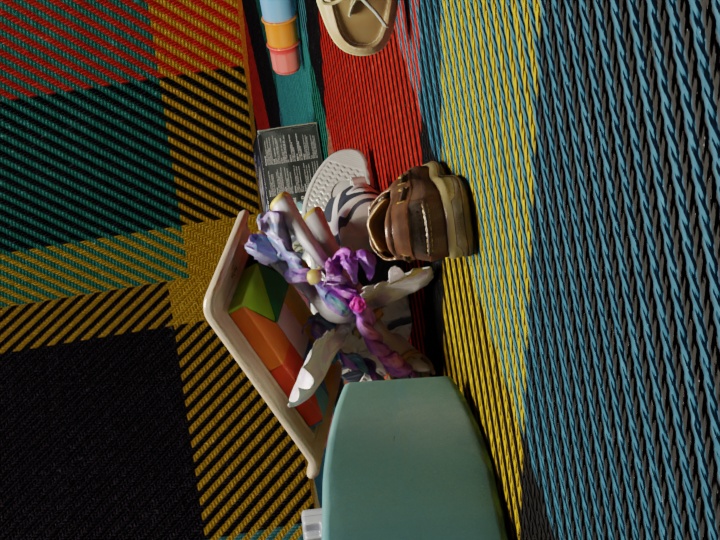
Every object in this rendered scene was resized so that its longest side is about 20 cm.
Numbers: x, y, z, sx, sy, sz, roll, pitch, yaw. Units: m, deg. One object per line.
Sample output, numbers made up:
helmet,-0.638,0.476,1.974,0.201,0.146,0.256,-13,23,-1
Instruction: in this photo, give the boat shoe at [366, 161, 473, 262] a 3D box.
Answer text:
boat shoe,0.036,-0.042,1.366,0.200,0.067,0.073,-142,44,-82

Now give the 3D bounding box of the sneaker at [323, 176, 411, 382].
sneaker,0.000,0.000,1.750,0.130,0.079,0.200,-105,8,-59

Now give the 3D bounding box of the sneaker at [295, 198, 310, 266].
sneaker,-0.031,0.007,2.023,0.078,0.086,0.201,94,166,-69

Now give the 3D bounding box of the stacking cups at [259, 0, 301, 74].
stacking cups,-0.108,-0.362,2.437,0.061,0.060,0.201,-108,6,-57

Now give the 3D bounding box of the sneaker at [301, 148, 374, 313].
sneaker,-0.010,-0.017,1.862,0.118,0.073,0.202,42,-131,-65

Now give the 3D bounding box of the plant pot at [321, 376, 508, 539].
plant pot,0.038,0.190,1.410,0.142,0.140,0.201,88,179,-47

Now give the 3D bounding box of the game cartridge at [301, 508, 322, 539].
game cartridge,0.011,0.303,1.826,0.201,0.132,0.042,88,171,-45

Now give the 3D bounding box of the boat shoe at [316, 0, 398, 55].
boat shoe,-0.004,-0.261,1.409,0.063,0.073,0.201,-105,9,-66

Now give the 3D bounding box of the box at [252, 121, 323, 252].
box,-0.090,-0.090,2.473,0.164,0.085,0.202,157,104,-84

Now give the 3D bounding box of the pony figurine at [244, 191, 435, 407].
pony figurine,-0.014,0.027,1.563,0.200,0.166,0.193,50,-173,15

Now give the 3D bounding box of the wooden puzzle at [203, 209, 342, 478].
wooden puzzle,-0.069,0.060,1.611,0.201,0.037,0.185,61,-163,-19
